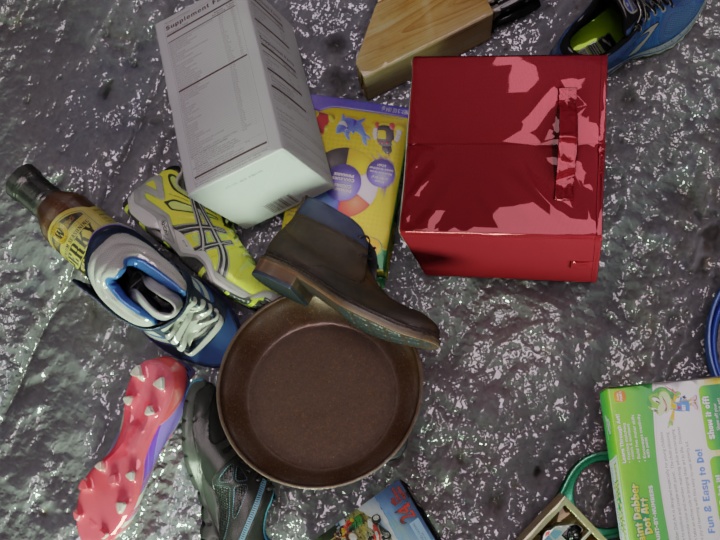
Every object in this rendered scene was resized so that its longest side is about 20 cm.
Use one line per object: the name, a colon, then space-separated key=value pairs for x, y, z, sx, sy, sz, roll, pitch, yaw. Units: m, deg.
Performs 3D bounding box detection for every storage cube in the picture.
storage cube: x=0.141 y=-0.090 z=0.944 sx=0.177 sy=0.200 sz=0.174 roll=2 pitch=78 yaw=12

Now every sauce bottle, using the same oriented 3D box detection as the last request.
sauce bottle: x=-0.286 y=-0.036 z=1.029 sx=0.199 sy=0.065 sz=0.065 roll=37 pitch=83 yaw=12

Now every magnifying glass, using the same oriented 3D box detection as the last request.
magnifying glass: x=0.190 y=0.248 z=0.951 sx=0.199 sy=0.022 sz=0.080 roll=-35 pitch=81 yaw=-1

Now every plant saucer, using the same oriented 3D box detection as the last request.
plant saucer: x=-0.038 y=0.114 z=0.951 sx=0.197 sy=0.037 sz=0.203 roll=-2 pitch=63 yaw=5

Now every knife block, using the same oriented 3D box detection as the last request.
knife block: x=0.103 y=-0.263 z=1.048 sx=0.173 sy=0.064 sz=0.203 roll=18 pitch=80 yaw=9

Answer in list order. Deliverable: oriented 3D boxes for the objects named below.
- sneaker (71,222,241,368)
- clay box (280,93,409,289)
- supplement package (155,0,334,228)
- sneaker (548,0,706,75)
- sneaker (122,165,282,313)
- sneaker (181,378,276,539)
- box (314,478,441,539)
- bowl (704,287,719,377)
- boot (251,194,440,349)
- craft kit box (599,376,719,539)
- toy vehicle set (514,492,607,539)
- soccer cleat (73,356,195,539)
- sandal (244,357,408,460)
sneaker: x=-0.175 y=0.042 z=0.922 sx=0.081 sy=0.146 sz=0.200 roll=-45 pitch=114 yaw=-3
clay box: x=-0.016 y=-0.074 z=1.024 sx=0.113 sy=0.048 sz=0.203 roll=8 pitch=78 yaw=7
supplement package: x=-0.117 y=-0.166 z=0.992 sx=0.113 sy=0.109 sz=0.203 roll=-22 pitch=67 yaw=19
sneaker: x=0.282 y=-0.258 z=1.020 sx=0.199 sy=0.089 sz=0.079 roll=-36 pitch=78 yaw=-4
sneaker: x=-0.152 y=-0.033 z=1.013 sx=0.199 sy=0.075 sz=0.077 roll=39 pitch=83 yaw=10
sneaker: x=-0.125 y=0.202 z=0.966 sx=0.081 sy=0.073 sz=0.203 roll=-12 pitch=87 yaw=-2
box: x=0.035 y=0.315 z=0.905 sx=0.136 sy=0.038 sz=0.201 roll=-35 pitch=61 yaw=3
bowl: x=0.433 y=0.074 z=0.961 sx=0.197 sy=0.039 sz=0.204 roll=-1 pitch=78 yaw=5
boot: x=0.000 y=0.000 z=0.940 sx=0.198 sy=0.075 sz=0.098 roll=23 pitch=77 yaw=17
craft kit box: x=0.330 y=0.198 z=0.900 sx=0.194 sy=0.049 sz=0.203 roll=-5 pitch=77 yaw=0
toy vehicle set: x=0.163 y=0.325 z=0.920 sx=0.124 sy=0.027 sz=0.200 roll=44 pitch=87 yaw=3
soccer cleat: x=-0.219 y=0.180 z=0.980 sx=0.066 sy=0.076 sz=0.202 roll=23 pitch=95 yaw=24
sandal: x=-0.043 y=0.134 z=0.988 sx=0.198 sy=0.043 sz=0.077 roll=18 pitch=71 yaw=13
